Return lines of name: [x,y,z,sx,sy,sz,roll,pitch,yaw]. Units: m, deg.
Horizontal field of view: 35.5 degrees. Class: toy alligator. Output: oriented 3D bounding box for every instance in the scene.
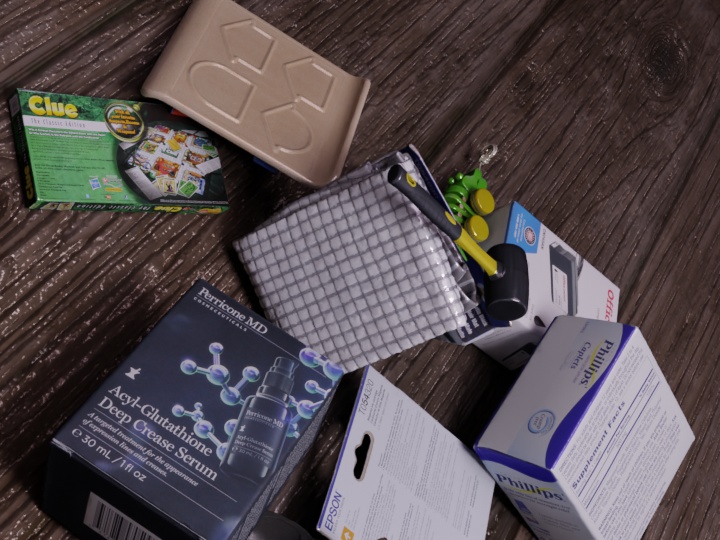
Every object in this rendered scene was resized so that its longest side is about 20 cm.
toy alligator: [0.116,-0.082,1.285,0.054,0.059,0.201,35,51,-26]

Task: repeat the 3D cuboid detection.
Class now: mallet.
mallet: [0.087,-0.036,0.967,0.200,0.041,0.066,46,38,-34]

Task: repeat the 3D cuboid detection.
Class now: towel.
towel: [0.000,0.000,1.039,0.085,0.199,0.167,-20,85,-62]

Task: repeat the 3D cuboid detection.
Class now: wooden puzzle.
wooden puzzle: [-0.100,-0.172,1.101,0.199,0.046,0.186,26,43,-10]

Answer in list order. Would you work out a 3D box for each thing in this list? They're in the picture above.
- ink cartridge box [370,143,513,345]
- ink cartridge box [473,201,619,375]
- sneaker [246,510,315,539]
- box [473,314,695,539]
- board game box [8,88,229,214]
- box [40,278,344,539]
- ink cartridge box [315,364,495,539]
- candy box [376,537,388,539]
ink cartridge box: [0.060,-0.020,1.121,0.040,0.200,0.201,-30,93,-10]
ink cartridge box: [0.203,0.040,1.294,0.199,0.084,0.146,35,52,-28]
sneaker: [-0.031,0.263,0.948,0.200,0.082,0.074,42,56,-23]
box: [0.240,0.181,1.182,0.184,0.104,0.200,-53,129,-23]
board game box: [-0.213,-0.104,1.013,0.199,0.023,0.106,0,73,-43]
box: [-0.129,0.132,0.888,0.148,0.107,0.200,31,46,7]
ink cartridge box: [0.041,0.224,1.081,0.200,0.043,0.197,41,42,-20]
candy box: [-0.052,0.272,0.846,0.199,0.115,0.056,-23,86,-11]
